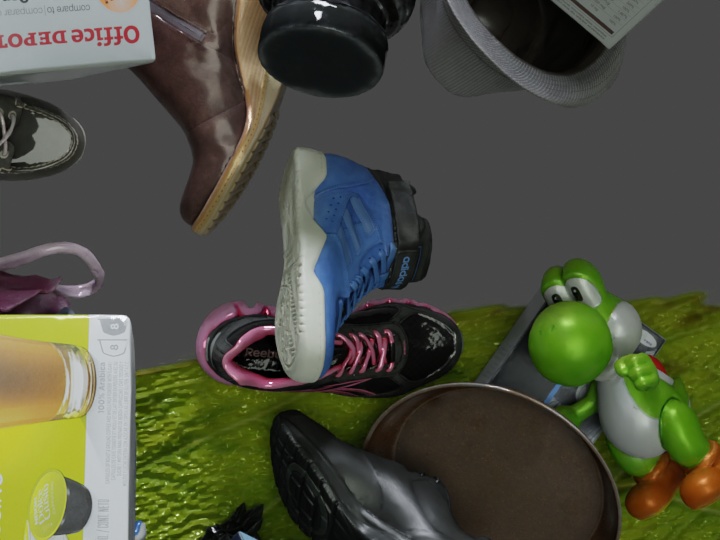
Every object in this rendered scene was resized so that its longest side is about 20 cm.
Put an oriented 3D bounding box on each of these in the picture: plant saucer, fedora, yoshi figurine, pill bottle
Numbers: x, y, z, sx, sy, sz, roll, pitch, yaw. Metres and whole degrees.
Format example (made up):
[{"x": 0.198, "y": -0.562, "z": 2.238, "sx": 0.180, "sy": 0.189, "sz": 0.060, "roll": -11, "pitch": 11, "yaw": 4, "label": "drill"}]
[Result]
[{"x": 0.098, "y": 0.161, "z": 1.249, "sx": 0.200, "sy": 0.034, "sz": 0.200, "roll": 10, "pitch": 122, "yaw": 17, "label": "plant saucer"}, {"x": 0.101, "y": -0.186, "z": 1.202, "sx": 0.177, "sy": 0.090, "sz": 0.200, "roll": 38, "pitch": 50, "yaw": -16, "label": "fedora"}, {"x": 0.181, "y": 0.091, "z": 1.224, "sx": 0.112, "sy": 0.112, "sz": 0.200, "roll": -31, "pitch": 97, "yaw": 2, "label": "yoshi figurine"}, {"x": -0.011, "y": -0.225, "z": 1.157, "sx": 0.112, "sy": 0.112, "sz": 0.200, "roll": 15, "pitch": 64, "yaw": -10, "label": "pill bottle"}]

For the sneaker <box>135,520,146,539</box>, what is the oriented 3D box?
[{"x": -0.254, "y": 0.183, "z": 1.228, "sx": 0.200, "sy": 0.081, "sz": 0.147, "roll": 35, "pitch": 77, "yaw": -2, "label": "sneaker"}]

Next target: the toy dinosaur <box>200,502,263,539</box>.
[{"x": -0.073, "y": 0.262, "z": 1.252, "sx": 0.200, "sy": 0.102, "sz": 0.136, "roll": -32, "pitch": 118, "yaw": -25, "label": "toy dinosaur"}]

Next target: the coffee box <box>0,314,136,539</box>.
[{"x": -0.246, "y": 0.159, "z": 1.086, "sx": 0.198, "sy": 0.200, "sz": 0.200, "roll": 1, "pitch": 63, "yaw": -6, "label": "coffee box"}]

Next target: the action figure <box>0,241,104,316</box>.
[{"x": -0.303, "y": 0.016, "z": 1.184, "sx": 0.200, "sy": 0.134, "sz": 0.149, "roll": 14, "pitch": 59, "yaw": 15, "label": "action figure"}]

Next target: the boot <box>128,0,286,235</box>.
[{"x": -0.138, "y": -0.143, "z": 1.221, "sx": 0.166, "sy": 0.072, "sz": 0.200, "roll": 22, "pitch": 94, "yaw": 2, "label": "boot"}]

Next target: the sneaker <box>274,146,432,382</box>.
[{"x": 0.000, "y": -0.001, "z": 1.197, "sx": 0.111, "sy": 0.200, "sz": 0.077, "roll": 10, "pitch": 135, "yaw": -13, "label": "sneaker"}]

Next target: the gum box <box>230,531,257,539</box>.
[{"x": -0.065, "y": 0.290, "z": 1.206, "sx": 0.170, "sy": 0.045, "sz": 0.200, "roll": -47, "pitch": 130, "yaw": 12, "label": "gum box"}]

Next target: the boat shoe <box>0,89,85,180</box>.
[{"x": -0.295, "y": -0.103, "z": 1.195, "sx": 0.200, "sy": 0.057, "sz": 0.067, "roll": 12, "pitch": 94, "yaw": -9, "label": "boat shoe"}]

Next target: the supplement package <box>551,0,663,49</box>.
[{"x": 0.169, "y": -0.283, "z": 1.163, "sx": 0.156, "sy": 0.200, "sz": 0.111, "roll": 38, "pitch": 132, "yaw": -11, "label": "supplement package"}]

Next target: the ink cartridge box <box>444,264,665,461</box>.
[{"x": 0.136, "y": 0.105, "z": 1.289, "sx": 0.099, "sy": 0.039, "sz": 0.200, "roll": 34, "pitch": 91, "yaw": -11, "label": "ink cartridge box"}]

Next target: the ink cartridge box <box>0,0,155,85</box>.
[{"x": -0.241, "y": -0.224, "z": 1.122, "sx": 0.145, "sy": 0.145, "sz": 0.200, "roll": -12, "pitch": 99, "yaw": -41, "label": "ink cartridge box"}]

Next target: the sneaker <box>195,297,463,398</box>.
[{"x": -0.018, "y": 0.062, "z": 1.234, "sx": 0.200, "sy": 0.095, "sz": 0.079, "roll": -2, "pitch": 95, "yaw": -9, "label": "sneaker"}]

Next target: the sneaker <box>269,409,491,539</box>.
[{"x": 0.013, "y": 0.172, "z": 1.229, "sx": 0.091, "sy": 0.076, "sz": 0.200, "roll": -31, "pitch": 66, "yaw": -34, "label": "sneaker"}]
